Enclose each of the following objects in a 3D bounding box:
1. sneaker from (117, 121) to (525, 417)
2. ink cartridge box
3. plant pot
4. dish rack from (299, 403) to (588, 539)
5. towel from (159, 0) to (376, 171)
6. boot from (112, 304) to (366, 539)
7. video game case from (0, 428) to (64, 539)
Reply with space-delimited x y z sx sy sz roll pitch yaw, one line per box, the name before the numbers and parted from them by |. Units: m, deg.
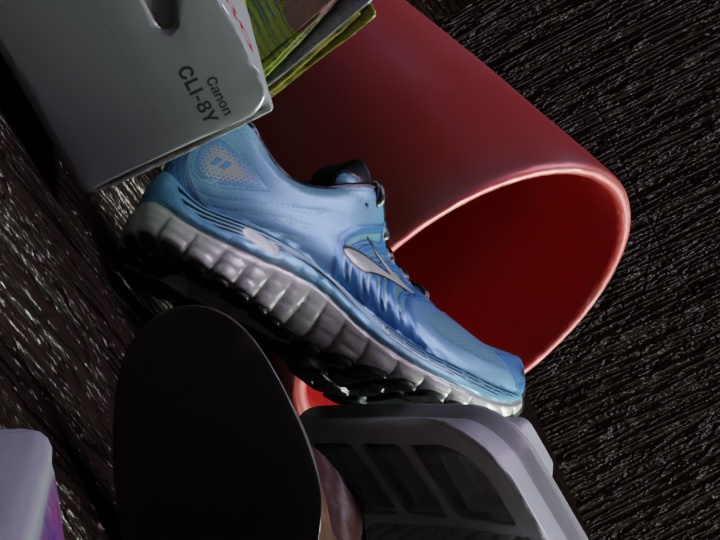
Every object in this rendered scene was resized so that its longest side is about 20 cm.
sneaker | 0.000 0.000 0.979 0.200 0.090 0.078 33 -21 -32
ink cartridge box | -0.111 -0.146 0.939 0.146 0.083 0.200 62 5 -30
plant pot | 0.011 -0.040 1.236 0.178 0.200 0.201 55 0 31
dish rack | 0.052 0.132 0.990 0.171 0.044 0.201 -6 -61 53
towel | -0.083 -0.158 1.090 0.023 0.144 0.201 2 55 -54
boot | -0.031 0.080 0.834 0.200 0.064 0.187 -78 155 -76
video game case | -0.047 0.138 0.299 0.200 0.024 0.183 -96 -179 -75
